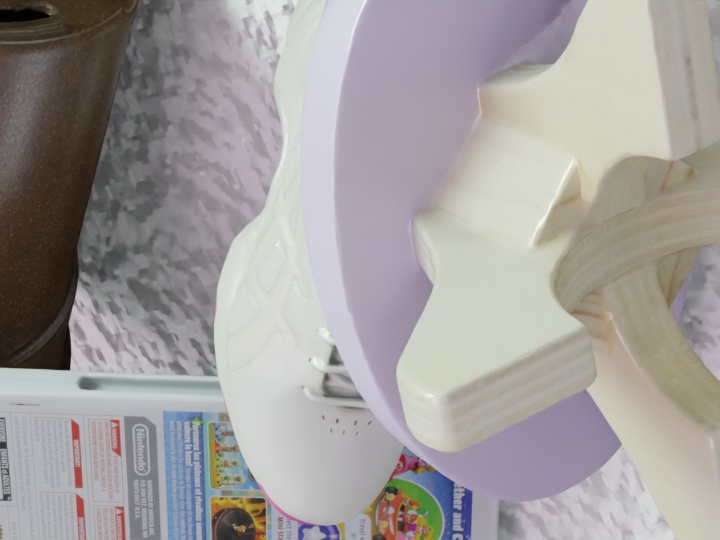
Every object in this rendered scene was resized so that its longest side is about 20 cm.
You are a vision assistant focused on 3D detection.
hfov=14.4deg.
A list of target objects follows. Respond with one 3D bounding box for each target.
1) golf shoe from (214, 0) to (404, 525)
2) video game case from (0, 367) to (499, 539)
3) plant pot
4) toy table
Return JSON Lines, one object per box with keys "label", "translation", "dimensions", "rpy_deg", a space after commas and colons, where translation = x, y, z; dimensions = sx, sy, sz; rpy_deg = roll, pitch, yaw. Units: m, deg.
{"label": "golf shoe", "translation": [0.000, 0.000, 0.911], "dimensions": [0.092, 0.075, 0.201], "rpy_deg": [-121, 36, -62]}
{"label": "video game case", "translation": [-0.051, 0.099, 1.025], "dimensions": [0.199, 0.018, 0.144], "rpy_deg": [2, 123, 2]}
{"label": "plant pot", "translation": [-0.173, -0.055, 1.030], "dimensions": [0.200, 0.200, 0.199], "rpy_deg": [42, 130, 20]}
{"label": "toy table", "translation": [0.069, -0.009, 0.817], "dimensions": [0.117, 0.184, 0.200], "rpy_deg": [31, 150, 53]}
